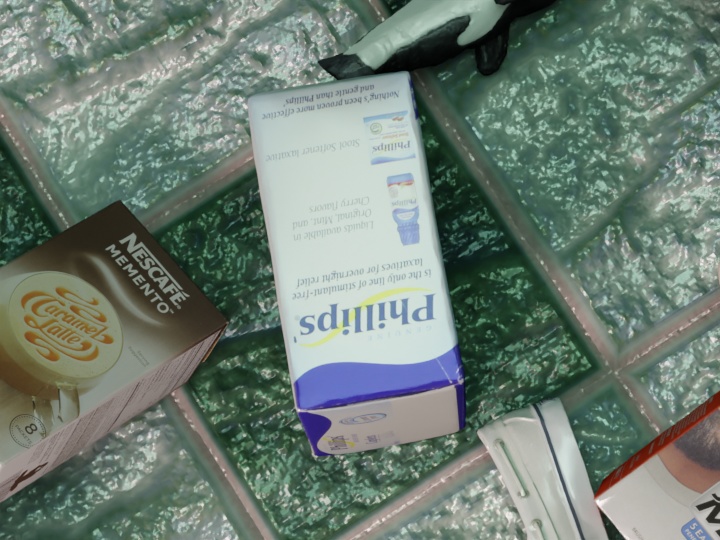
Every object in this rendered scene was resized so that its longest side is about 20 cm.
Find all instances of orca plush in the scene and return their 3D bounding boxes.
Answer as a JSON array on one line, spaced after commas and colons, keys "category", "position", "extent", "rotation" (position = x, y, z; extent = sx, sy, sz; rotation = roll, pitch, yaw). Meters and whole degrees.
[{"category": "orca plush", "position": [0.075, -0.153, 1.778], "extent": [0.200, 0.105, 0.071], "rotation": [-40, 118, -28]}]

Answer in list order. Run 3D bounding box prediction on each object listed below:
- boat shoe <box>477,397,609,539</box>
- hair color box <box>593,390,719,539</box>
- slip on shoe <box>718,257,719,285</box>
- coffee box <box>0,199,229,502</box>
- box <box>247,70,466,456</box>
[{"category": "boat shoe", "position": [0.115, 0.183, 1.701], "extent": [0.086, 0.075, 0.202], "rotation": [-17, 75, 0]}, {"category": "hair color box", "position": [0.256, 0.119, 1.672], "extent": [0.200, 0.064, 0.111], "rotation": [-39, 90, 12]}, {"category": "slip on shoe", "position": [0.280, 0.066, 1.722], "extent": [0.076, 0.061, 0.200], "rotation": [-25, 94, 13]}, {"category": "coffee box", "position": [-0.198, 0.054, 1.701], "extent": [0.114, 0.080, 0.200], "rotation": [48, 50, 11]}, {"category": "box", "position": [0.000, 0.000, 1.695], "extent": [0.105, 0.184, 0.200], "rotation": [-9, 78, 1]}]
